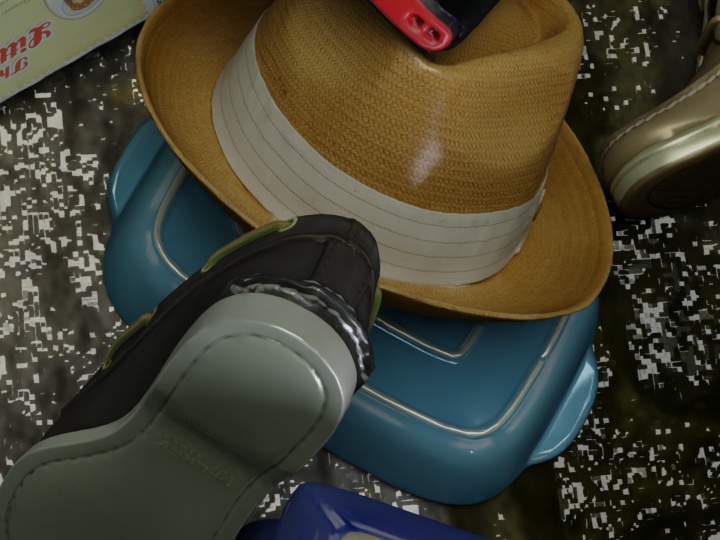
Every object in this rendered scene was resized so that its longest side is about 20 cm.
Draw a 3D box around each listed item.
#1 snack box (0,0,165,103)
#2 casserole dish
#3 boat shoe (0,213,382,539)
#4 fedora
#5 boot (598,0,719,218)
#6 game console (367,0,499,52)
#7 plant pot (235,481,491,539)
[{"bbox_3d":[-0.124,-0.122,0.873,0.199,0.116,0.037,-31,50,-11],"label":"snack box"},{"bbox_3d":[0.000,0.000,0.907,0.199,0.039,0.122,30,69,2],"label":"casserole dish"},{"bbox_3d":[-0.055,0.049,0.811,0.072,0.201,0.061,37,49,-13],"label":"boat shoe"},{"bbox_3d":[0.019,-0.068,0.855,0.200,0.082,0.201,20,32,-13],"label":"fedora"},{"bbox_3d":[0.137,-0.122,0.951,0.199,0.072,0.155,-32,81,-23],"label":"boot"},{"bbox_3d":[0.004,-0.175,0.849,0.177,0.031,0.200,49,37,-7],"label":"game console"},{"bbox_3d":[0.027,0.187,0.777,0.199,0.180,0.201,20,70,-2],"label":"plant pot"}]
